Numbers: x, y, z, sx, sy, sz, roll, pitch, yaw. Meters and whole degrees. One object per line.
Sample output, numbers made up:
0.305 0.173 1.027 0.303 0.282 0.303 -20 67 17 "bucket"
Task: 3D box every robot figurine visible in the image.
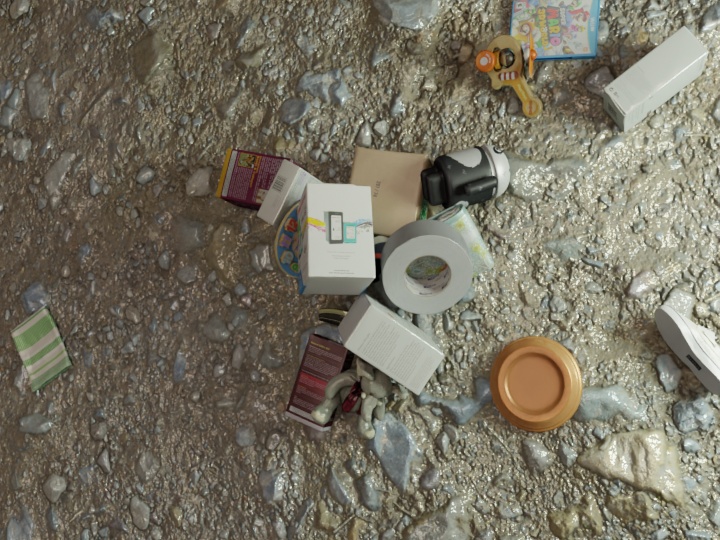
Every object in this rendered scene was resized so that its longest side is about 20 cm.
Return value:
0.235 -0.208 1.483 0.195 0.125 0.153 -15 64 -6 "robot figurine"

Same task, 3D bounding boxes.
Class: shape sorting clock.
-0.120 -0.076 1.576 0.039 0.198 0.203 28 91 43 "shape sorting clock"

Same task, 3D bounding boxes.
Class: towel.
-0.922 0.224 1.919 0.151 0.023 0.202 -34 72 12 "towel"
0.177 -0.036 1.489 0.197 0.172 0.049 -26 31 15 "towel"

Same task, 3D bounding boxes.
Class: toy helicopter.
0.360 -0.444 1.517 0.131 0.079 0.203 -31 88 31 "toy helicopter"

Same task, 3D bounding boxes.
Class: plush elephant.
0.013 0.274 1.484 0.163 0.154 0.203 29 74 -19 "plush elephant"

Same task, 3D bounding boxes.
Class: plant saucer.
0.373 0.242 1.429 0.195 0.037 0.206 -3 81 20 "plant saucer"

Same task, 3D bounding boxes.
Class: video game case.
0.444 -0.556 1.535 0.195 0.018 0.147 4 83 21 "video game case"

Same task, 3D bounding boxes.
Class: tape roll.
0.141 -0.005 1.441 0.197 0.202 0.067 -25 32 14 "tape roll"

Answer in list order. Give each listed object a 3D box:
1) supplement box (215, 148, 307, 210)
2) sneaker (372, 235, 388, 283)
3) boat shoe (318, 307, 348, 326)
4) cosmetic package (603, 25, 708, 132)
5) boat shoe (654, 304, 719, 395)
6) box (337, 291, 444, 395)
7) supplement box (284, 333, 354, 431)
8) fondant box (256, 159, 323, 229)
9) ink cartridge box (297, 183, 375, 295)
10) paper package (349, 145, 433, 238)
-0.250 -0.222 1.695 0.196 0.103 0.134 14 86 22 "supplement box"
0.000 0.000 1.555 0.199 0.074 0.086 -34 54 38 "sneaker"
-0.013 0.135 1.570 0.196 0.072 0.068 10 80 17 "boat shoe"
0.614 -0.397 1.399 0.199 0.112 0.082 -37 71 14 "cosmetic package"
0.672 0.145 1.325 0.069 0.071 0.202 -28 67 -15 "boat shoe"
0.062 0.154 1.454 0.198 0.152 0.107 34 95 -11 "box"
-0.095 0.265 1.586 0.107 0.061 0.204 18 89 21 "supplement box"
-0.146 -0.158 1.594 0.058 0.199 0.147 28 91 27 "fondant box"
-0.056 -0.064 1.431 0.142 0.147 0.205 1 73 -13 "ink cartridge box"
0.067 -0.174 1.572 0.186 0.103 0.205 9 84 21 "paper package"
